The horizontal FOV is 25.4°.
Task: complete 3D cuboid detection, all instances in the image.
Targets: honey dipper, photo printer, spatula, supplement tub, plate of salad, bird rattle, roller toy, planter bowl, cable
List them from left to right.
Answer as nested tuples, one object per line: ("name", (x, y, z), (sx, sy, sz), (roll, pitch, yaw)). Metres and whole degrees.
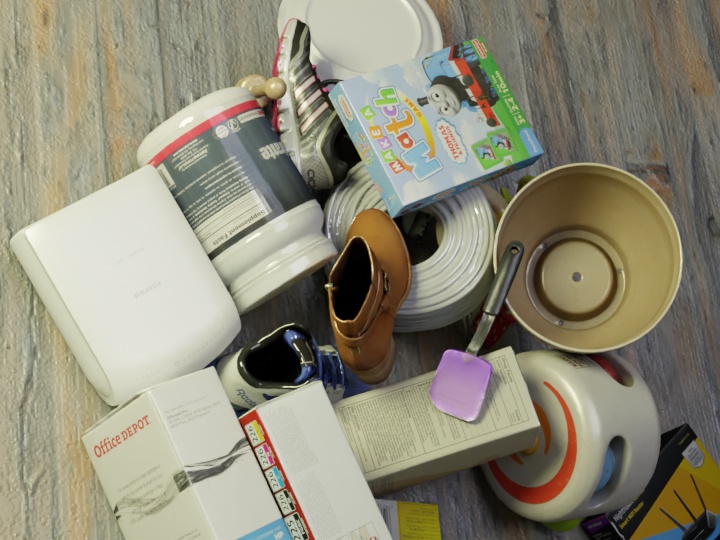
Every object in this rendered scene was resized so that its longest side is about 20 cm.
("photo printer", (-0.220, 0.020, 1.546), (0.166, 0.069, 0.201), (-29, 87, -27))
("supplement tub", (-0.125, -0.071, 1.629), (0.140, 0.140, 0.201), (-29, 87, -41))
("honey dipper", (-0.100, -0.189, 1.675), (0.038, 0.200, 0.038), (-1, 95, -13))
("plate of salad", (-0.001, -0.273, 1.873), (0.198, 0.048, 0.202), (6, 59, -10))
("cable", (0.054, -0.035, 1.736), (0.198, 0.069, 0.202), (4, 69, 4))
("spatula", (0.126, 0.056, 1.631), (0.056, 0.021, 0.201), (18, 67, 13))
("bird rattle", (0.144, -0.022, 1.838), (0.162, 0.112, 0.202), (34, 63, -28))
("roller toy", (0.218, 0.174, 1.732), (0.139, 0.182, 0.202), (-2, 71, -42))
("planter bowl", (0.239, -0.001, 1.730), (0.198, 0.135, 0.203), (0, 78, 2))

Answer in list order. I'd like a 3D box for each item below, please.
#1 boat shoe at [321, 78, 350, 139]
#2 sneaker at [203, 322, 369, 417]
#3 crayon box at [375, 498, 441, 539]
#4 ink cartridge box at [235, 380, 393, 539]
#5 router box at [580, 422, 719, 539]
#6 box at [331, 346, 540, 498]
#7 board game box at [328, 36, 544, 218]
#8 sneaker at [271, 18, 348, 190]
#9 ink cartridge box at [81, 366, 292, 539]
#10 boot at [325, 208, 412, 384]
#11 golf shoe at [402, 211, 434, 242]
("boat shoe", (0.041, -0.172, 1.782), (0.198, 0.068, 0.072), (20, 69, -3))
("sneaker", (-0.059, 0.106, 1.609), (0.198, 0.115, 0.081), (1, 69, -37))
("crayon box", (0.025, 0.333, 1.605), (0.126, 0.051, 0.202), (11, 62, -32))
("ink cartridge box", (-0.067, 0.232, 1.507), (0.083, 0.175, 0.202), (-20, 80, -37))
("router box", (0.364, 0.296, 1.872), (0.150, 0.051, 0.200), (53, 49, -1))
("box", (0.076, 0.159, 1.640), (0.198, 0.078, 0.096), (-16, 67, -6))
("board game box", (0.083, -0.156, 1.717), (0.199, 0.037, 0.152), (-22, 79, -30))
("sneaker", (-0.050, -0.175, 1.729), (0.086, 0.074, 0.202), (-1, 74, -9))
("ink cartridge box", (-0.158, 0.209, 1.467), (0.084, 0.144, 0.202), (-19, 81, -41))
("boot", (0.000, 0.000, 1.603), (0.076, 0.156, 0.202), (2, 65, 13))
("golf shoe", (0.055, -0.126, 1.849), (0.087, 0.077, 0.202), (8, 63, -5))
